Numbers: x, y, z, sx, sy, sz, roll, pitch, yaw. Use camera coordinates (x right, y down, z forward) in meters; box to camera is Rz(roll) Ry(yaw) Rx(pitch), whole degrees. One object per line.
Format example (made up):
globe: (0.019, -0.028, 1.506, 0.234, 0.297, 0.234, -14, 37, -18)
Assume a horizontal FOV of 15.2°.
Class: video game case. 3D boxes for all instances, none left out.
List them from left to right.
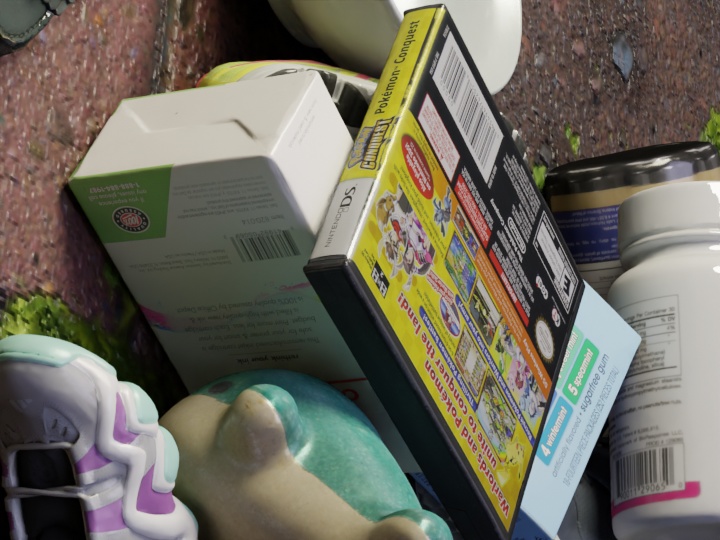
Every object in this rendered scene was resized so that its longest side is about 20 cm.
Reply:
video game case: (0.046, 0.004, 1.308, 0.200, 0.025, 0.181, 60, 35, -37)

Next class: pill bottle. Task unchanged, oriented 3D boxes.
pill bottle: (0.184, 0.026, 1.684, 0.112, 0.112, 0.200, -19, 100, -59)
pill bottle: (0.198, 0.057, 1.553, 0.113, 0.113, 0.200, 26, 60, -55)

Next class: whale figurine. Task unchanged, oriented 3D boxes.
whale figurine: (-0.010, 0.110, 1.232, 0.104, 0.200, 0.159, -37, 120, -29)

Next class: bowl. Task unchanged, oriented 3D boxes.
bowl: (0.002, -0.175, 1.425, 0.201, 0.090, 0.201, 42, 39, -47)

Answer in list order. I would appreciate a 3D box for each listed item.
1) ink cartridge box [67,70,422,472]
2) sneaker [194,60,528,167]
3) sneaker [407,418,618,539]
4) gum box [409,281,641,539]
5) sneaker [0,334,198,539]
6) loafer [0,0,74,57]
ink cartridge box: (-0.039, 0.008, 1.299, 0.200, 0.117, 0.067, 63, 36, -32)
sneaker: (0.001, -0.069, 1.381, 0.200, 0.090, 0.078, 20, 92, -37)
sneaker: (0.100, 0.117, 1.558, 0.202, 0.077, 0.146, 55, 36, -33)
gum box: (0.048, 0.030, 1.445, 0.200, 0.045, 0.170, 45, 43, -14)
sneaker: (-0.125, 0.137, 1.164, 0.200, 0.078, 0.140, 63, 35, -29)
loafer: (-0.134, -0.180, 1.233, 0.072, 0.063, 0.200, 54, 40, -39)
